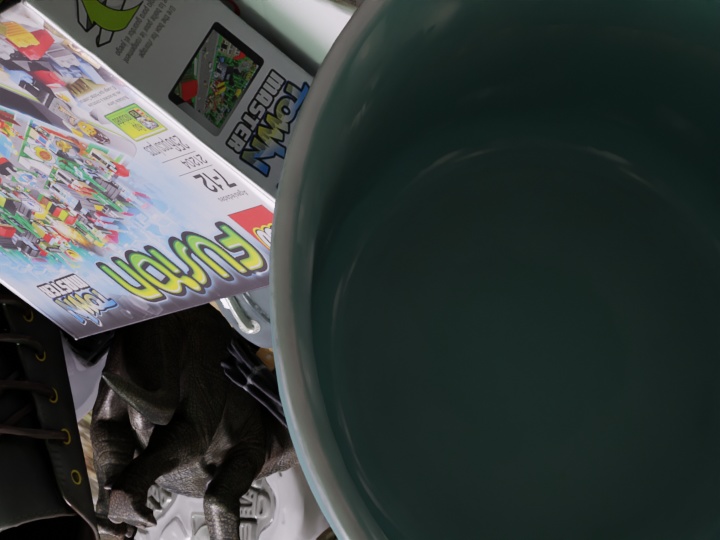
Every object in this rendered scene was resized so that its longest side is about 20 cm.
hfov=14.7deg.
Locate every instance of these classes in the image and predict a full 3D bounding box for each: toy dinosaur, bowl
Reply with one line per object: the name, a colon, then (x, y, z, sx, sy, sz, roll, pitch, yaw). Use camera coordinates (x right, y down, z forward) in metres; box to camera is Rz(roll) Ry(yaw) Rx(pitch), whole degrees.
toy dinosaur: (-0.066, 0.049, 0.996, 0.076, 0.103, 0.200, 2, 162, 25)
bowl: (0.059, 0.017, 0.665, 0.200, 0.202, 0.105, 34, 159, -10)

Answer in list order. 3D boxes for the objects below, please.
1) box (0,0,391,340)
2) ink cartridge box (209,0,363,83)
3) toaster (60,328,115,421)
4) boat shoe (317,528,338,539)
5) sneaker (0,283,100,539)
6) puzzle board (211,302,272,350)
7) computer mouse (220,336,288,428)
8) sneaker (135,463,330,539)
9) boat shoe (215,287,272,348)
box: (-0.077, -0.035, 0.782, 0.110, 0.035, 0.200, 38, 158, -17)
ink cartridge box: (-0.054, -0.095, 0.761, 0.199, 0.067, 0.116, 25, 157, 16)
toaster: (-0.161, -0.012, 1.032, 0.129, 0.114, 0.201, 29, 155, 43)
boat shoe: (0.009, 0.122, 1.048, 0.066, 0.200, 0.074, 49, -176, -37)
sneaker: (-0.123, 0.021, 0.903, 0.106, 0.074, 0.201, -120, 15, -53)
puzzle board: (-0.051, 0.013, 1.133, 0.150, 0.017, 0.200, 6, 150, 50)
computer mouse: (0.040, 0.072, 0.927, 0.199, 0.034, 0.059, 32, -174, 10)
sneaker: (-0.032, 0.092, 1.169, 0.099, 0.079, 0.200, 8, -174, -25)
boat shoe: (-0.079, -0.049, 0.885, 0.200, 0.073, 0.062, 39, 121, -14)
